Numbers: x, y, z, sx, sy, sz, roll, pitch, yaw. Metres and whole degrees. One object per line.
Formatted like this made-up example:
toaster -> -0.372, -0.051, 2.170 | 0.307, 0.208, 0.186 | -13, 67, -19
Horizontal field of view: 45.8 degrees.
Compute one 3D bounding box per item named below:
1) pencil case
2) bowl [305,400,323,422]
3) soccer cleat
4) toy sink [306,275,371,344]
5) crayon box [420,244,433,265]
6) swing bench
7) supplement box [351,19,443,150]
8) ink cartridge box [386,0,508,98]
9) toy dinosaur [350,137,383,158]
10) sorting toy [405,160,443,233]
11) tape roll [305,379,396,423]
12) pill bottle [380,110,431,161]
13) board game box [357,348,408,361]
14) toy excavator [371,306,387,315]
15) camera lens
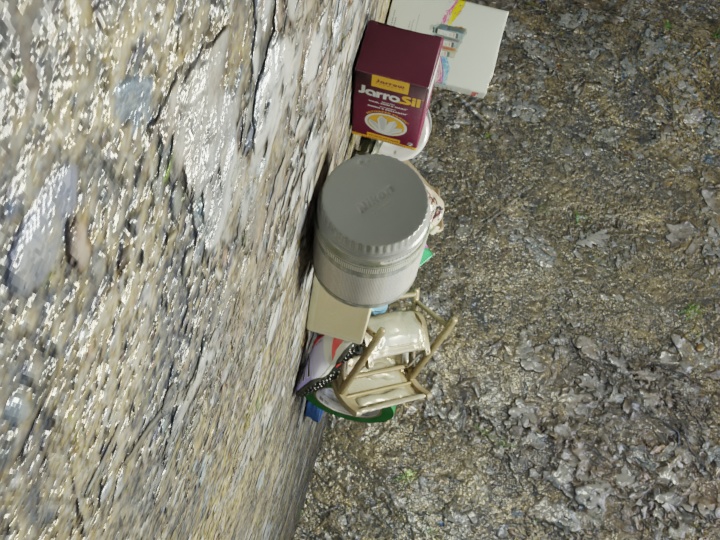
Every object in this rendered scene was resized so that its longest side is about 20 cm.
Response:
pencil case -> 0.068, -0.140, 1.536 | 0.078, 0.200, 0.090 | -31, -138, 32
bowl -> -0.092, 0.269, 2.084 | 0.201, 0.039, 0.201 | 16, 90, -87
soccer cleat -> -0.068, 0.161, 1.588 | 0.068, 0.073, 0.200 | -13, 150, -49
toy sink -> -0.015, 0.010, 1.469 | 0.200, 0.112, 0.131 | 102, 4, -48
crayon box -> 0.053, -0.050, 1.693 | 0.058, 0.119, 0.200 | -38, -173, -19
swing bench -> 0.053, 0.157, 1.654 | 0.198, 0.130, 0.201 | -5, 122, -40
supplement box -> 0.050, -0.269, 1.266 | 0.200, 0.110, 0.086 | 95, 10, -72
ink cartridge box -> 0.143, -0.397, 1.494 | 0.145, 0.199, 0.145 | -59, 165, -80
toy dinosaur -> 0.020, -0.222, 1.406 | 0.200, 0.047, 0.088 | -64, -166, -11
sorting toy -> 0.095, -0.183, 1.799 | 0.036, 0.200, 0.185 | -37, -153, 24
tape roll -> -0.021, 0.257, 1.789 | 0.201, 0.200, 0.048 | 100, 6, -60
pill bottle -> 0.077, -0.281, 1.641 | 0.200, 0.119, 0.120 | -67, 172, -74
board game box -> 0.007, 0.170, 1.866 | 0.148, 0.199, 0.064 | 94, 11, -74
toy excavator -> 0.000, 0.000, 1.675 | 0.200, 0.194, 0.100 | -41, -161, 37
camera lens -> 0.013, -0.050, 1.206 | 0.200, 0.159, 0.160 | 100, 6, -64
